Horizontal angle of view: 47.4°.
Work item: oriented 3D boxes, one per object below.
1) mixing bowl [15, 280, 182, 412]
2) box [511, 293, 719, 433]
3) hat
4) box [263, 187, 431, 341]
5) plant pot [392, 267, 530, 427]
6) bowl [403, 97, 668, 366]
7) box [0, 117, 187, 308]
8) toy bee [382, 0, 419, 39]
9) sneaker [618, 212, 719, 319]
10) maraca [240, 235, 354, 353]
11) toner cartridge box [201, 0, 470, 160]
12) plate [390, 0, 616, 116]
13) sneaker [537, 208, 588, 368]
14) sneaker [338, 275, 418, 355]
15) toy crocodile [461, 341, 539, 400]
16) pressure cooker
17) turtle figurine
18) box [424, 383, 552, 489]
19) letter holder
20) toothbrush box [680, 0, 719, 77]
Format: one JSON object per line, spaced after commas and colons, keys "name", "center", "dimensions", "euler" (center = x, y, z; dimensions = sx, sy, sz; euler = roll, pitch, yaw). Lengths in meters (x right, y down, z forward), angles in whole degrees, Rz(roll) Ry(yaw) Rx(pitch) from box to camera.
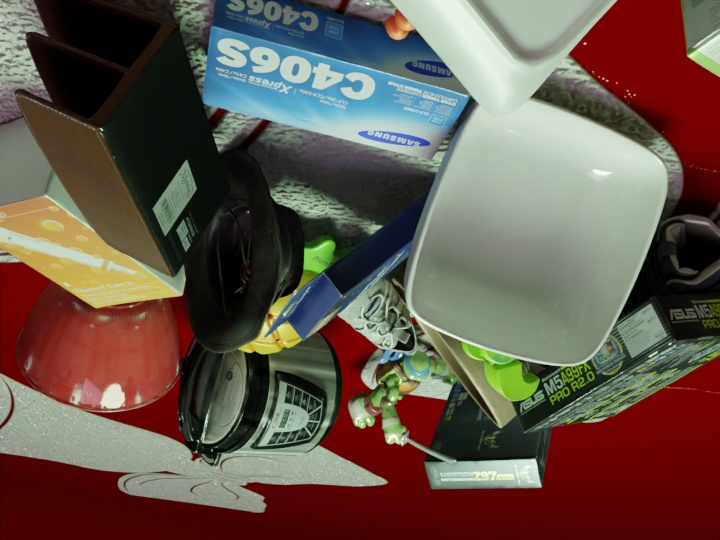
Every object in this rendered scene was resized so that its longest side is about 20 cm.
{"name": "mixing bowl", "center": [-0.299, 0.055, 0.965], "dimensions": [0.195, 0.202, 0.110], "euler": [12, 123, -11]}
{"name": "box", "center": [0.264, 0.091, 0.800], "dimensions": [0.157, 0.045, 0.200], "euler": [-2, 150, -38]}
{"name": "hat", "center": [-0.102, -0.019, 0.786], "dimensions": [0.079, 0.206, 0.199], "euler": [-2, 163, -37]}
{"name": "box", "center": [0.000, 0.000, 0.777], "dimensions": [0.033, 0.199, 0.121], "euler": [50, 149, 6]}
{"name": "plant pot", "center": [0.127, 0.063, 0.907], "dimensions": [0.092, 0.202, 0.201], "euler": [-37, 146, -1]}
{"name": "bowl", "center": [0.139, -0.035, 0.694], "dimensions": [0.195, 0.204, 0.075], "euler": [17, -169, -15]}
{"name": "box", "center": [-0.272, -0.054, 0.813], "dimensions": [0.122, 0.100, 0.200], "euler": [-7, 150, 25]}
{"name": "toy bee", "center": [0.015, -0.193, 0.447], "dimensions": [0.195, 0.111, 0.131], "euler": [16, 174, 8]}
{"name": "sneaker", "center": [0.276, 0.009, 0.816], "dimensions": [0.198, 0.079, 0.146], "euler": [-16, 158, 20]}
{"name": "maraca", "center": [-0.087, 0.023, 0.919], "dimensions": [0.198, 0.109, 0.136], "euler": [-35, 148, 27]}
{"name": "toner cartridge box", "center": [-0.020, -0.149, 0.633], "dimensions": [0.195, 0.044, 0.095], "euler": [12, 155, -10]}
{"name": "plate", "center": [0.097, -0.195, 0.409], "dimensions": [0.200, 0.033, 0.198], "euler": [-46, 134, 11]}
{"name": "sneaker", "center": [0.179, 0.011, 0.813], "dimensions": [0.076, 0.067, 0.204], "euler": [1, 126, -3]}
{"name": "sneaker", "center": [0.026, 0.046, 0.926], "dimensions": [0.082, 0.075, 0.200], "euler": [42, -178, 23]}
{"name": "toy crocodile", "center": [0.126, 0.024, 0.780], "dimensions": [0.060, 0.205, 0.067], "euler": [-11, 179, -12]}
{"name": "pressure cooker", "center": [-0.143, 0.151, 1.059], "dimensions": [0.197, 0.180, 0.178], "euler": [14, 142, -42]}
{"name": "turtle figurine", "center": [0.075, 0.189, 1.146], "dimensions": [0.197, 0.147, 0.193], "euler": [27, 156, -15]}
{"name": "box", "center": [0.187, 0.223, 1.149], "dimensions": [0.154, 0.200, 0.052], "euler": [-7, 113, 23]}
{"name": "letter holder", "center": [-0.203, -0.108, 0.651], "dimensions": [0.139, 0.102, 0.201], "euler": [22, 154, 14]}
{"name": "toothbrush box", "center": [0.313, -0.159, 0.489], "dimensions": [0.196, 0.088, 0.145], "euler": [20, 150, -23]}
